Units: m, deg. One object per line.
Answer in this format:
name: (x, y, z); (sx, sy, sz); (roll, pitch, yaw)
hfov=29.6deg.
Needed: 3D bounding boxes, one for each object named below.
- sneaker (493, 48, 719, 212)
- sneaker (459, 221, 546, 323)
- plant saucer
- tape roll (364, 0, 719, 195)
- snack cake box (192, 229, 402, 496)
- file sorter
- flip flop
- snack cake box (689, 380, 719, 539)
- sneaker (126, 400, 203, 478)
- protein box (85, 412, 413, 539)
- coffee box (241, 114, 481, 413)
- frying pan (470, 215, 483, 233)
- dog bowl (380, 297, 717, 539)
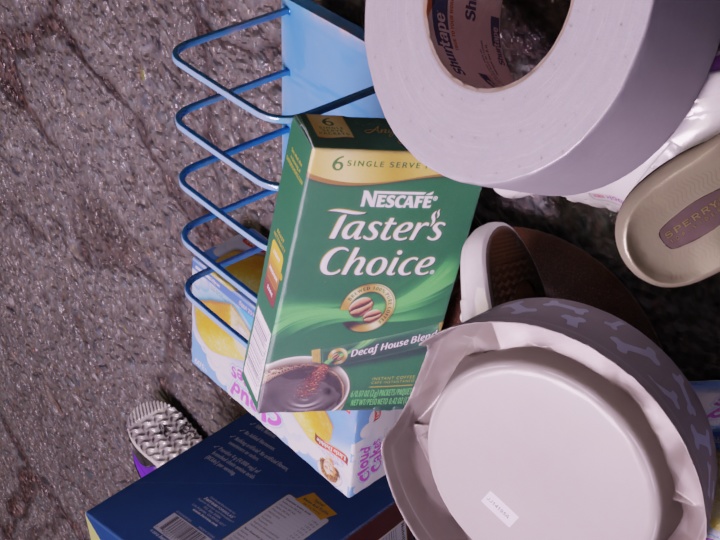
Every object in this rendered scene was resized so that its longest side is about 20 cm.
sneaker: (0.148, -0.054, 0.769); (0.199, 0.074, 0.101); (-13, 101, 54)
sneaker: (0.076, 0.066, 0.857); (0.084, 0.073, 0.203); (4, 117, 35)
plant saucer: (0.110, 0.070, 0.908); (0.198, 0.034, 0.203); (20, 126, 30)
tape roll: (0.092, -0.143, 0.722); (0.199, 0.066, 0.204); (-3, 86, 45)
snack cake box: (-0.050, 0.071, 1.091); (0.199, 0.067, 0.116); (36, 136, 32)
file sorter: (-0.048, -0.058, 0.929); (0.138, 0.122, 0.202); (35, 137, 38)
flip flop: (0.207, -0.056, 0.661); (0.199, 0.058, 0.081); (-36, 94, 24)
snack cake box: (0.207, 0.129, 0.792); (0.198, 0.067, 0.117); (-7, 107, 39)
sneaker: (-0.163, 0.228, 1.355); (0.201, 0.069, 0.100); (52, 150, 21)
protein box: (-0.088, 0.247, 1.151); (0.197, 0.199, 0.137); (23, 130, 40)
coffee box: (0.000, 0.000, 0.860); (0.044, 0.121, 0.202); (-118, 36, -51)
frying pan: (0.050, -0.038, 0.946); (0.114, 0.031, 0.192); (23, 132, 39)
dog bowl: (0.108, 0.107, 0.766); (0.198, 0.059, 0.203); (17, 122, 28)
